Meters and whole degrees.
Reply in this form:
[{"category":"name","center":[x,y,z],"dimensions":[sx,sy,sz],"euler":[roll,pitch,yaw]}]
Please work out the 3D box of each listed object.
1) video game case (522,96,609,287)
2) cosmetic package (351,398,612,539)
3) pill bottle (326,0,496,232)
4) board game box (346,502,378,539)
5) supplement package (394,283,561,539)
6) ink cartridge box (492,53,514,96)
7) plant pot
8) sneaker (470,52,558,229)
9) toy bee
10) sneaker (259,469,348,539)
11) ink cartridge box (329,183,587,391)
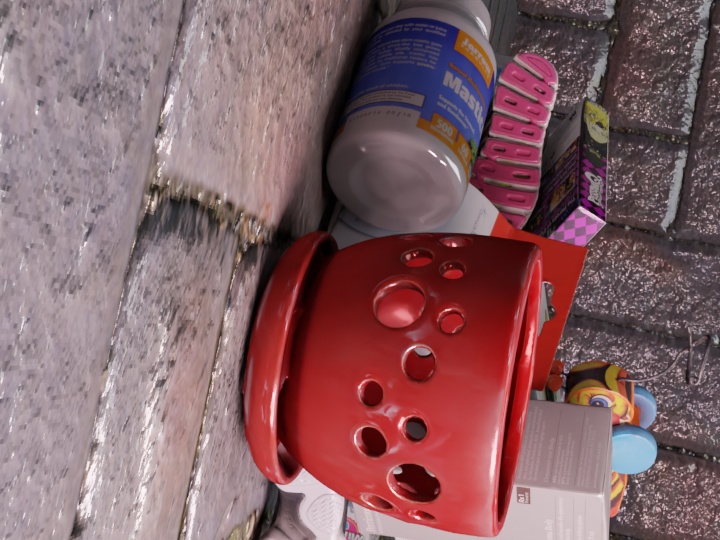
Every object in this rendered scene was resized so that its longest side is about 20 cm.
[{"category":"video game case","center":[0.164,-0.043,1.354],"dimensions":[0.200,0.036,0.182],"euler":[-51,-164,37]},{"category":"cosmetic package","center":[0.093,0.155,1.097],"dimensions":[0.107,0.198,0.091],"euler":[77,20,-48]},{"category":"pill bottle","center":[0.048,-0.138,1.140],"dimensions":[0.112,0.111,0.201],"euler":[92,12,-51]},{"category":"board game box","center":[-0.002,0.215,1.500],"dimensions":[0.148,0.064,0.201],"euler":[-65,164,-57]},{"category":"supplement package","center":[0.094,0.119,1.242],"dimensions":[0.152,0.149,0.201],"euler":[-79,160,-49]},{"category":"ink cartridge box","center":[0.113,-0.145,1.610],"dimensions":[0.068,0.115,0.201],"euler":[-60,159,-65]},{"category":"plant pot","center":[0.024,0.067,0.975],"dimensions":[0.200,0.181,0.202],"euler":[10,90,-80]},{"category":"sneaker","center":[0.138,-0.100,1.343],"dimensions":[0.087,0.073,0.201],"euler":[66,39,-80]},{"category":"toy bee","center":[0.199,0.114,1.191],"dimensions":[0.131,0.108,0.201],"euler":[-77,-175,-72]},{"category":"sneaker","center":[-0.035,0.186,1.144],"dimensions":[0.114,0.075,0.202],"euler":[-52,150,-69]},{"category":"ink cartridge box","center":[0.073,-0.004,1.137],"dimensions":[0.047,0.199,0.161],"euler":[96,14,-51]}]
